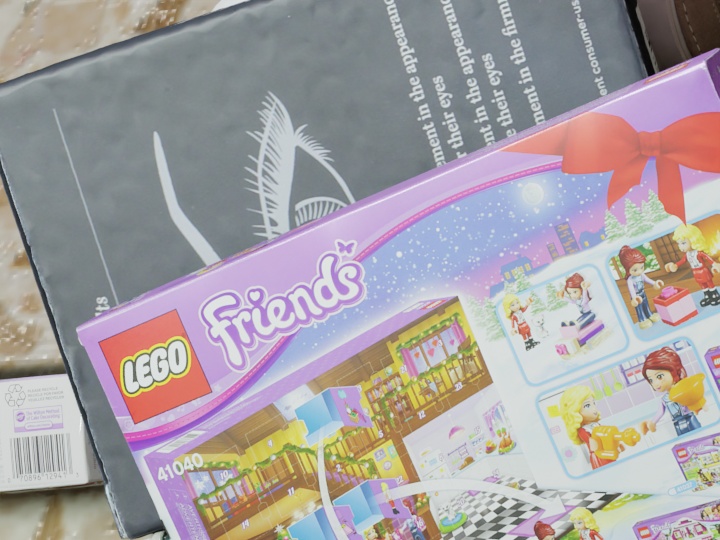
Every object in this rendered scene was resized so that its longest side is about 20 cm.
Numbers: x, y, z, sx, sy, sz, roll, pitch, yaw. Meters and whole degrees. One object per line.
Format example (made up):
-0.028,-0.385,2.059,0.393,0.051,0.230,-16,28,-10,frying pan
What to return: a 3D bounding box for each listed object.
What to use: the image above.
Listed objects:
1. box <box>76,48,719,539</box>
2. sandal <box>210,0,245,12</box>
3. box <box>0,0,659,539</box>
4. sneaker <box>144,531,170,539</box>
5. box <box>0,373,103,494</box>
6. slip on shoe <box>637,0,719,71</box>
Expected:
0.036,0.039,0.847,0.200,0.039,0.137,-22,94,16,box
0.013,-0.099,1.036,0.207,0.079,0.059,-32,52,-9,sandal
0.002,-0.020,0.928,0.200,0.104,0.148,-16,96,8,box
-0.047,0.104,0.948,0.200,0.080,0.071,-6,57,23,sneaker
-0.176,0.064,1.057,0.200,0.039,0.041,-7,85,22,box
0.155,-0.149,1.028,0.061,0.076,0.200,7,55,36,slip on shoe
